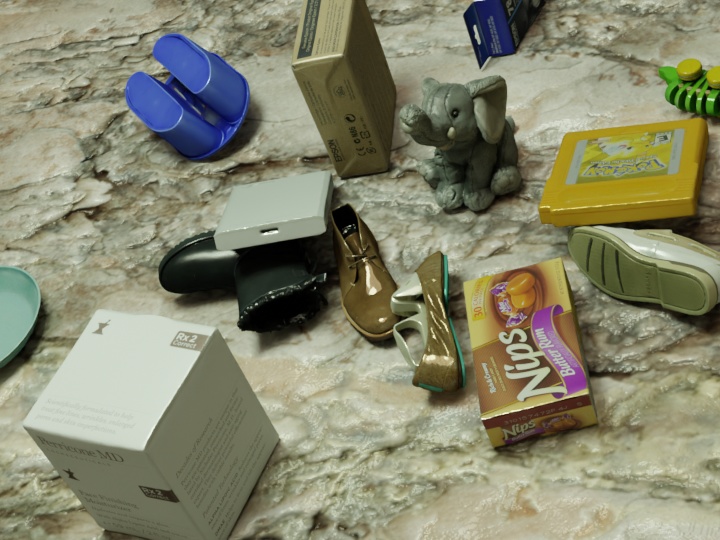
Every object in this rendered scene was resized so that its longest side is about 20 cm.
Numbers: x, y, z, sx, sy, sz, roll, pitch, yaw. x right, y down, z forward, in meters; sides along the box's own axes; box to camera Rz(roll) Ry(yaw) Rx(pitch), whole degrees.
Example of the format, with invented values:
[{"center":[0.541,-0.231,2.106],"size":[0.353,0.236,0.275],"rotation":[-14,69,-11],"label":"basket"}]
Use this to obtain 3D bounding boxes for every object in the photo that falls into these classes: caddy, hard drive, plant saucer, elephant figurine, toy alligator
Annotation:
[{"center":[-0.237,-0.240,2.024],"size":[0.141,0.105,0.200],"rotation":[-52,45,6],"label":"caddy"},{"center":[-0.103,-0.075,1.775],"size":[0.132,0.026,0.200],"rotation":[-10,19,5],"label":"hard drive"},{"center":[-0.500,0.079,1.880],"size":[0.200,0.036,0.200],"rotation":[-12,45,12],"label":"plant saucer"},{"center":[0.119,-0.179,1.729],"size":[0.141,0.200,0.155],"rotation":[-23,43,2],"label":"elephant figurine"},{"center":[0.430,-0.203,1.715],"size":[0.200,0.059,0.054],"rotation":[23,61,39],"label":"toy alligator"}]

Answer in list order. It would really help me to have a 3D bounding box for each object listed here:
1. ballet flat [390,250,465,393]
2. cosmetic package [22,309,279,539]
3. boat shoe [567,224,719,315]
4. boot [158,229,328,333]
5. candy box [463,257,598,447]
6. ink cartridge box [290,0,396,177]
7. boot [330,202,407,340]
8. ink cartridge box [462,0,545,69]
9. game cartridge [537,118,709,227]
[{"center":[0.072,0.056,1.620],"size":[0.072,0.068,0.200],"rotation":[-3,50,-2],"label":"ballet flat"},{"center":[-0.218,0.171,1.544],"size":[0.165,0.200,0.165],"rotation":[6,51,30],"label":"cosmetic package"},{"center":[0.318,-0.007,1.578],"size":[0.068,0.075,0.200],"rotation":[-28,38,-33],"label":"boat shoe"},{"center":[-0.142,0.017,1.750],"size":[0.198,0.073,0.163],"rotation":[-19,39,-3],"label":"boot"},{"center":[0.180,0.086,1.553],"size":[0.117,0.057,0.200],"rotation":[-14,43,11],"label":"candy box"},{"center":[-0.018,-0.247,1.857],"size":[0.075,0.200,0.165],"rotation":[-9,45,15],"label":"ink cartridge box"},{"center":[0.000,0.000,1.704],"size":[0.074,0.076,0.200],"rotation":[-22,44,1],"label":"boot"},{"center":[0.205,-0.370,1.949],"size":[0.039,0.100,0.200],"rotation":[12,55,31],"label":"ink cartridge box"},{"center":[0.305,-0.114,1.665],"size":[0.176,0.032,0.200],"rotation":[-5,28,20],"label":"game cartridge"}]
